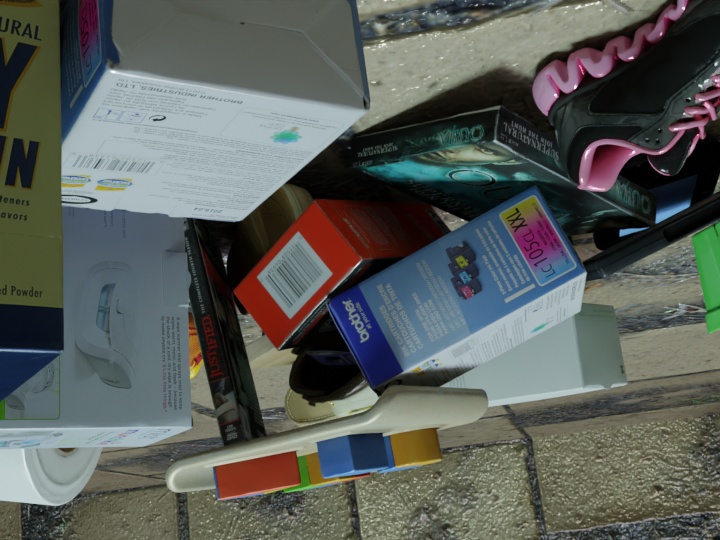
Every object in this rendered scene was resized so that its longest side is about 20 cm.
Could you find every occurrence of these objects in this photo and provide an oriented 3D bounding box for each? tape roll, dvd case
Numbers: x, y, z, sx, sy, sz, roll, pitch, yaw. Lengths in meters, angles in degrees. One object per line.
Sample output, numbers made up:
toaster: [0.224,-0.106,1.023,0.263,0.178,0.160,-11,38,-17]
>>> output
tape roll: [-0.315,0.127,1.001,0.070,0.204,0.203,2,165,9]
dvd case: [-0.116,0.057,0.852,0.022,0.201,0.146,-17,164,-2]
dvd case: [0.265,-0.044,0.794,0.199,0.018,0.143,-27,175,4]

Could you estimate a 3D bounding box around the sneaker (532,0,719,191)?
sneaker: [0.192,-0.106,0.600,0.079,0.096,0.200,9,156,-37]

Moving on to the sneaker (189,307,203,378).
sneaker: [-0.199,0.076,1.047,0.073,0.078,0.199,-25,167,40]

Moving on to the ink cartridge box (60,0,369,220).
ink cartridge box: [-0.104,-0.087,0.561,0.136,0.077,0.200,4,159,-29]

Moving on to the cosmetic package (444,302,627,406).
cosmetic package: [0.148,0.091,1.010,0.199,0.085,0.107,-15,168,34]

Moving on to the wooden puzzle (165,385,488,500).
wooden puzzle: [-0.017,0.139,0.771,0.199,0.047,0.185,-23,162,25]

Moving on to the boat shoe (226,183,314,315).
boat shoe: [-0.062,-0.023,0.849,0.069,0.074,0.200,-15,167,-22]

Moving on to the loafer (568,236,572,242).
loafer: [0.154,-0.013,0.962,0.071,0.073,0.200,0,164,24]

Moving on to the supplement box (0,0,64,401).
supplement box: [-0.236,-0.038,0.487,0.134,0.201,0.200,5,160,-32]

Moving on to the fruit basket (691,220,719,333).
fruit basket: [0.417,0.016,0.884,0.155,0.216,0.216,-21,170,-22]

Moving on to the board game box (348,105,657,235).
board game box: [0.108,-0.064,0.745,0.199,0.028,0.135,19,164,-42]

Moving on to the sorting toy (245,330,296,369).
sorting toy: [-0.005,0.036,1.019,0.198,0.070,0.200,-4,166,-31]

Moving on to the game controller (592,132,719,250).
game controller: [0.248,-0.061,0.861,0.104,0.042,0.200,-9,164,11]

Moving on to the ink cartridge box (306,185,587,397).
ink cartridge box: [0.061,0.034,0.748,0.199,0.077,0.136,-30,163,2]

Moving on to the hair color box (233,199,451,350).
hair color box: [0.000,0.000,0.802,0.102,0.061,0.200,-46,163,22]

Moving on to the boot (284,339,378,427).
boot: [-0.025,0.102,0.957,0.199,0.072,0.154,-26,164,29]

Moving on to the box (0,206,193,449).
box: [-0.209,0.012,0.669,0.176,0.201,0.097,4,162,-34]
